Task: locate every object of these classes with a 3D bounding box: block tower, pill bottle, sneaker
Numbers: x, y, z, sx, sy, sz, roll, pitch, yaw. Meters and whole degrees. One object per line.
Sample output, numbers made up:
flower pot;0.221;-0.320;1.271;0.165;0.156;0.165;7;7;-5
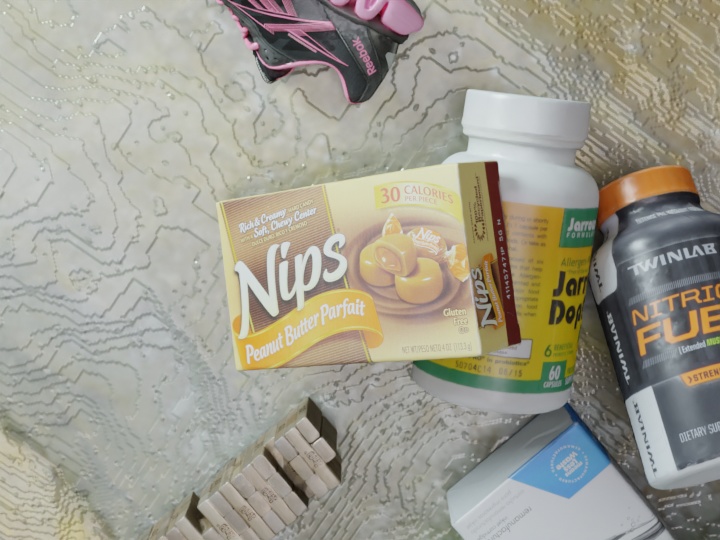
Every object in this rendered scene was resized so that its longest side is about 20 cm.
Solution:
block tower;-0.098;0.179;0.893;0.199;0.058;0.054;-40;97;6
pill bottle;0.099;-0.016;0.836;0.111;0.113;0.203;6;99;-2
pill bottle;0.213;0.034;0.828;0.105;0.106;0.203;-14;72;1
sneaker;-0.061;-0.176;0.833;0.198;0.079;0.096;25;109;-4

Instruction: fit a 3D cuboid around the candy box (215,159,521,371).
candy box;0.000;0.000;0.807;0.198;0.055;0.117;-6;91;37

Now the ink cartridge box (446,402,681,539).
ink cartridge box;0.168;0.209;0.896;0.116;0.068;0.200;-40;98;6
